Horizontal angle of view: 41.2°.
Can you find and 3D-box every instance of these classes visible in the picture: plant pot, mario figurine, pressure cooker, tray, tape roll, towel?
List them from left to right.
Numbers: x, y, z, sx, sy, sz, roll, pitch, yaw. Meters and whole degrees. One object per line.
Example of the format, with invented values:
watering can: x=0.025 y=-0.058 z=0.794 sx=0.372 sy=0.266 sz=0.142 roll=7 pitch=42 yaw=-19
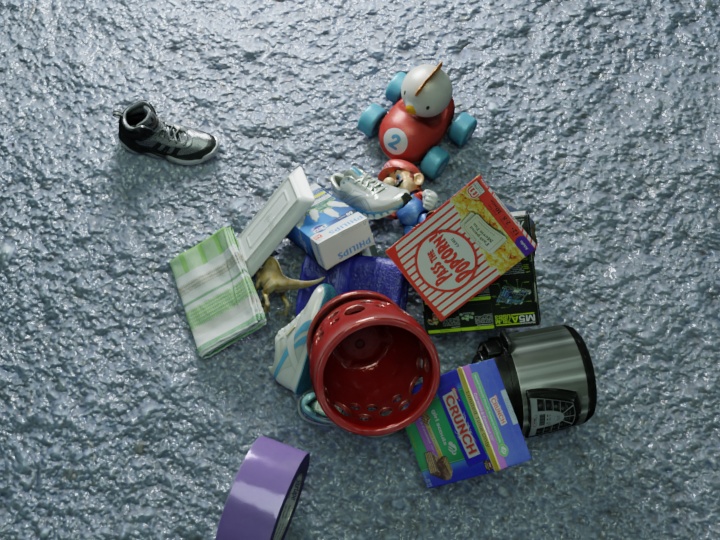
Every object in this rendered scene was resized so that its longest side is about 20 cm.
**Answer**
towel: x=-0.261 y=0.038 z=1.712 sx=0.149 sy=0.031 sz=0.200 roll=-29 pitch=70 yaw=17
tape roll: x=-0.155 y=0.372 z=1.528 sx=0.085 sy=0.200 sz=0.201 roll=19 pitch=71 yaw=6
tray: x=-0.160 y=-0.089 z=1.713 sx=0.200 sy=0.022 sz=0.108 roll=-48 pitch=41 yaw=22
towel: x=-0.017 y=0.045 z=1.678 sx=0.199 sy=0.050 sz=0.148 roll=8 pitch=96 yaw=21
plant pot: x=0.014 y=0.137 z=1.536 sx=0.200 sy=0.183 sz=0.201 roll=-3 pitch=109 yaw=-8
mario figurine: x=0.076 y=-0.119 z=1.749 sx=0.123 sy=0.106 sz=0.200 roll=-18 pitch=62 yaw=-1
pressure cooker: x=0.275 y=0.190 z=1.604 sx=0.199 sy=0.179 sz=0.176 roll=-9 pitch=77 yaw=-7

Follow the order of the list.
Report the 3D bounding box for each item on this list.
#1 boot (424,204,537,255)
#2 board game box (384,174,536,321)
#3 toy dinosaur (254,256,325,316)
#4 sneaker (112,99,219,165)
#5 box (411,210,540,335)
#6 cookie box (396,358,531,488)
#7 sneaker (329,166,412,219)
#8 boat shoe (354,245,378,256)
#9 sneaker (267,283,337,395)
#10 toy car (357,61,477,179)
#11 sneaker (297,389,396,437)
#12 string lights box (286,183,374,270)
boot: x=0.216 y=-0.076 z=1.685 sx=0.199 sy=0.075 sz=0.097 roll=21 pitch=38 yaw=7
board game box: x=0.165 y=-0.036 z=1.577 sx=0.200 sy=0.046 sz=0.152 roll=-40 pitch=91 yaw=16
toy dinosaur: x=-0.151 y=0.028 z=1.693 sx=0.200 sy=0.058 sz=0.101 roll=19 pitch=106 yaw=45
sneaker: x=-0.370 y=-0.261 z=1.809 sx=0.199 sy=0.114 sz=0.076 roll=9 pitch=70 yaw=4
box: x=0.197 y=0.006 z=1.627 sx=0.199 sy=0.048 sz=0.194 roll=-7 pitch=103 yaw=13
cookie box: x=0.161 y=0.251 z=1.553 sx=0.075 sy=0.200 sz=0.172 roll=-13 pitch=78 yaw=-36
sneaker: x=0.008 y=-0.143 z=1.713 sx=0.075 sy=0.200 sz=0.087 roll=-34 pitch=115 yaw=-34
boat shoe: x=0.001 y=0.001 z=1.734 sx=0.068 sy=0.074 sz=0.200 roll=-16 pitch=83 yaw=12
sneaker: x=-0.101 y=0.111 z=1.654 sx=0.081 sy=0.076 sz=0.201 roll=27 pitch=102 yaw=26
toy car: x=0.109 y=-0.306 z=1.773 sx=0.184 sy=0.200 sz=0.177 roll=36 pitch=72 yaw=13
sneaker: x=-0.010 y=0.242 z=1.631 sx=0.199 sy=0.086 sz=0.078 roll=3 pitch=78 yaw=1
string lights box: x=-0.070 y=-0.081 z=1.707 sx=0.103 sy=0.059 sz=0.200 roll=-29 pitch=34 yaw=-18
